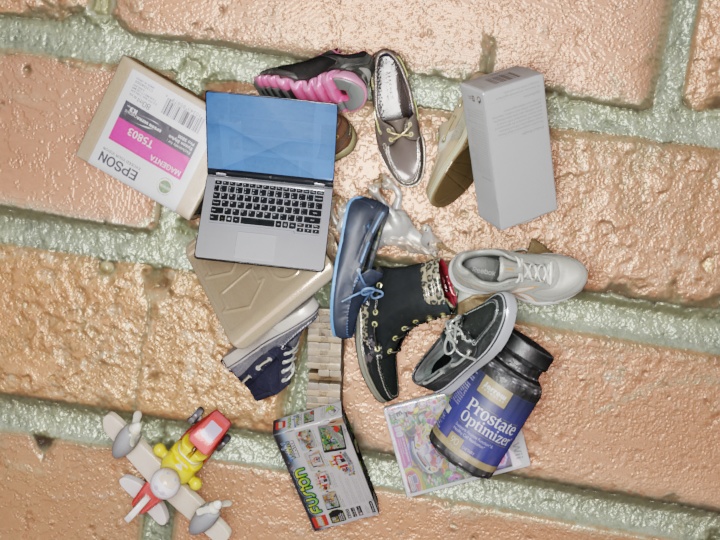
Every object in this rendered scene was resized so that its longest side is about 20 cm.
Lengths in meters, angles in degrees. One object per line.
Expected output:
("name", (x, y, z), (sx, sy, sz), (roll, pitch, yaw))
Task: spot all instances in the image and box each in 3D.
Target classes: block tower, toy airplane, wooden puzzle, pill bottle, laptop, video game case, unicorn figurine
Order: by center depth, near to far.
("laptop", (-0.131, -0.120, 1.338), (0.183, 0.116, 0.204), (6, 71, 2))
("pill bottle", (0.193, 0.188, 1.410), (0.111, 0.112, 0.202), (30, 98, 0))
("wooden puzzle", (-0.146, -0.009, 1.431), (0.184, 0.046, 0.201), (-38, 58, 6))
("unicorn figurine", (0.033, -0.065, 1.435), (0.197, 0.074, 0.139), (-20, 104, 21))
("toy airplane", (-0.290, 0.310, 1.463), (0.195, 0.141, 0.204), (0, 98, 4))
("block tower", (-0.053, 0.154, 1.470), (0.053, 0.058, 0.205), (2, 99, 4))
("video game case", (0.147, 0.252, 1.486), (0.196, 0.018, 0.146), (-16, 95, 6))

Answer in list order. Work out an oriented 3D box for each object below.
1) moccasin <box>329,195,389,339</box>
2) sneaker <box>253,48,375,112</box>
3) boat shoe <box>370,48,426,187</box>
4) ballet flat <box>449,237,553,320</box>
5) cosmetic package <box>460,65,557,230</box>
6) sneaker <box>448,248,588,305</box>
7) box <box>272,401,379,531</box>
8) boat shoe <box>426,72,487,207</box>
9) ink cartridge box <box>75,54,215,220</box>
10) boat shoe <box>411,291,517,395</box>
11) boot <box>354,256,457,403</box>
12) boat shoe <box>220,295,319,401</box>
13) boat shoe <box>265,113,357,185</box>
("moccasin", (0.000, 0.000, 1.371), (0.067, 0.080, 0.205), (10, 101, 11))
("sneaker", (-0.062, -0.277, 1.398), (0.197, 0.079, 0.097), (6, 55, 31))
("boat shoe", (0.052, -0.220, 1.413), (0.070, 0.060, 0.204), (-10, 96, 5))
("ballet flat", (0.194, 0.020, 1.432), (0.198, 0.068, 0.073), (-35, 86, 5))
("cosmetic package", (0.208, -0.171, 1.362), (0.100, 0.074, 0.204), (-18, 116, -17))
("sneaker", (0.221, 0.006, 1.357), (0.195, 0.092, 0.078), (1, 83, 5))
("box", (-0.050, 0.296, 1.458), (0.108, 0.035, 0.203), (-15, 120, 5))
("boat shoe", (0.145, -0.189, 1.413), (0.065, 0.072, 0.203), (34, 101, 39))
("ink cartridge box", (-0.292, -0.193, 1.434), (0.197, 0.075, 0.167), (28, 97, -1))
("boat shoe", (0.141, 0.099, 1.369), (0.067, 0.075, 0.200), (17, 135, -28))
("boot", (0.069, 0.086, 1.424), (0.151, 0.073, 0.208), (-11, 93, 24))
("boat shoe", (-0.113, 0.118, 1.443), (0.199, 0.075, 0.093), (-33, 100, 36))
("boat shoe", (-0.101, -0.170, 1.416), (0.197, 0.068, 0.073), (-29, 67, 5))
